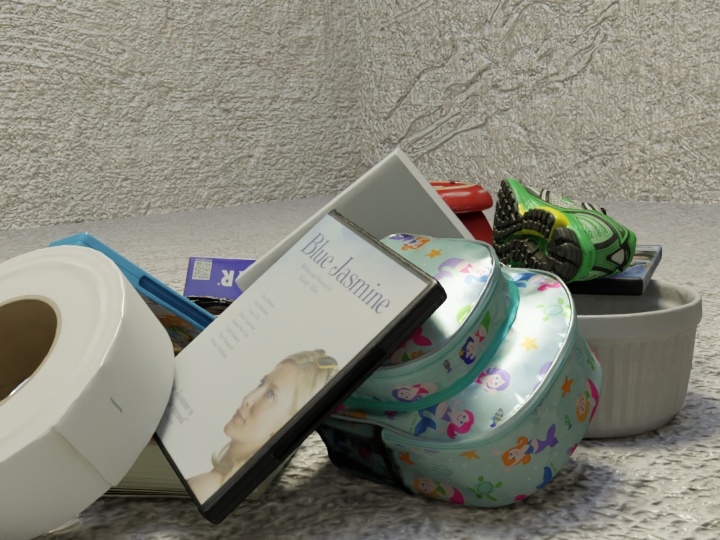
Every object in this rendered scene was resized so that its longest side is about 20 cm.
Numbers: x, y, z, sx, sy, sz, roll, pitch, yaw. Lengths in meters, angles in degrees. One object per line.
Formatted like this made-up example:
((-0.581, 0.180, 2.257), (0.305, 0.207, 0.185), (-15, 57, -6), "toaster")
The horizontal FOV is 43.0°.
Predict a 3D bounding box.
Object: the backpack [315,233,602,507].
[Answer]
((0.064, 0.068, 0.656), (0.199, 0.151, 0.178), (12, 51, 39), "backpack")

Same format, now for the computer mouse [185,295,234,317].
((-0.205, 0.054, 0.840), (0.199, 0.059, 0.034), (-14, -32, -14), "computer mouse")

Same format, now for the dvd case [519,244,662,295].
((0.206, -0.004, 0.872), (0.142, 0.018, 0.200), (1, 10, 23), "dvd case")

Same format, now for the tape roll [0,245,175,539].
((-0.228, 0.079, 0.615), (0.201, 0.071, 0.203), (-15, 42, 14), "tape roll")

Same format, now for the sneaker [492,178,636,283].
((0.170, -0.030, 0.800), (0.084, 0.079, 0.200), (2, 18, -12), "sneaker")

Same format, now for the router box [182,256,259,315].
((-0.064, 0.039, 0.991), (0.198, 0.049, 0.180), (3, -17, 15), "router box")

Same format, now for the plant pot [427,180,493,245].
((0.084, -0.018, 1.158), (0.199, 0.184, 0.200), (0, 10, 0), "plant pot")

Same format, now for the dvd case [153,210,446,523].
((-0.053, 0.054, 0.607), (0.200, 0.018, 0.143), (-44, 37, -8), "dvd case")

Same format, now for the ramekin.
((0.191, 0.071, 0.799), (0.198, 0.106, 0.200), (-2, 8, 0), "ramekin")

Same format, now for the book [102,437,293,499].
((-0.156, 0.131, 0.702), (0.198, 0.048, 0.134), (0, 6, 10), "book")

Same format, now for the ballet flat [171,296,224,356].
((-0.161, 0.062, 0.888), (0.198, 0.073, 0.068), (-4, -13, -1), "ballet flat")

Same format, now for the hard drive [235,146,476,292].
((0.000, 0.000, 0.833), (0.200, 0.132, 0.025), (-36, 12, 23), "hard drive")

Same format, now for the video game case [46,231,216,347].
((-0.161, 0.034, 0.758), (0.200, 0.018, 0.143), (36, -18, -23), "video game case")
